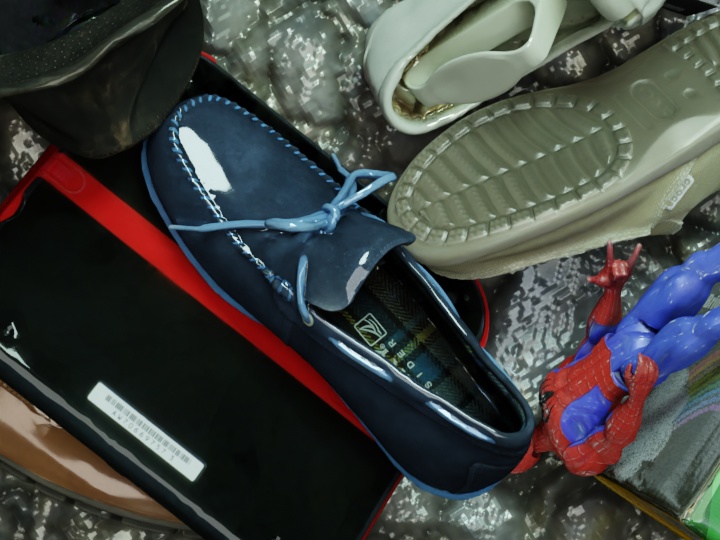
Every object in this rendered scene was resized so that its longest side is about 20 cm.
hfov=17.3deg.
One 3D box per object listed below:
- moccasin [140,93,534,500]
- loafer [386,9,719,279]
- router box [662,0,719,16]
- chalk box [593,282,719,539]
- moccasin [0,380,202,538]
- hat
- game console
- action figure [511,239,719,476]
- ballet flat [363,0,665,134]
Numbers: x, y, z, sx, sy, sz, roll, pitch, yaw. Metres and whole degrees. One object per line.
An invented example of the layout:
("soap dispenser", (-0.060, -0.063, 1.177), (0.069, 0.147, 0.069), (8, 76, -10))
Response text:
("moccasin", (0.000, 0.000, 0.946), (0.200, 0.068, 0.080), (43, 58, -3))
("loafer", (0.107, -0.042, 1.004), (0.200, 0.068, 0.076), (-24, 49, -10))
("router box", (0.081, -0.216, 1.014), (0.200, 0.052, 0.158), (19, 88, -8))
("chalk box", (0.214, 0.045, 0.997), (0.124, 0.124, 0.200), (36, 87, -13))
("moccasin", (-0.122, 0.049, 0.982), (0.201, 0.074, 0.078), (27, 95, 2))
("hat", (-0.113, -0.094, 0.936), (0.200, 0.201, 0.081), (-26, 121, -7))
("game console", (-0.054, 0.017, 0.972), (0.200, 0.031, 0.177), (38, 59, -7))
("action figure", (0.119, 0.028, 0.978), (0.052, 0.200, 0.066), (17, 44, -30))
("ballet flat", (0.085, -0.113, 0.965), (0.200, 0.069, 0.070), (-30, 96, 26))
